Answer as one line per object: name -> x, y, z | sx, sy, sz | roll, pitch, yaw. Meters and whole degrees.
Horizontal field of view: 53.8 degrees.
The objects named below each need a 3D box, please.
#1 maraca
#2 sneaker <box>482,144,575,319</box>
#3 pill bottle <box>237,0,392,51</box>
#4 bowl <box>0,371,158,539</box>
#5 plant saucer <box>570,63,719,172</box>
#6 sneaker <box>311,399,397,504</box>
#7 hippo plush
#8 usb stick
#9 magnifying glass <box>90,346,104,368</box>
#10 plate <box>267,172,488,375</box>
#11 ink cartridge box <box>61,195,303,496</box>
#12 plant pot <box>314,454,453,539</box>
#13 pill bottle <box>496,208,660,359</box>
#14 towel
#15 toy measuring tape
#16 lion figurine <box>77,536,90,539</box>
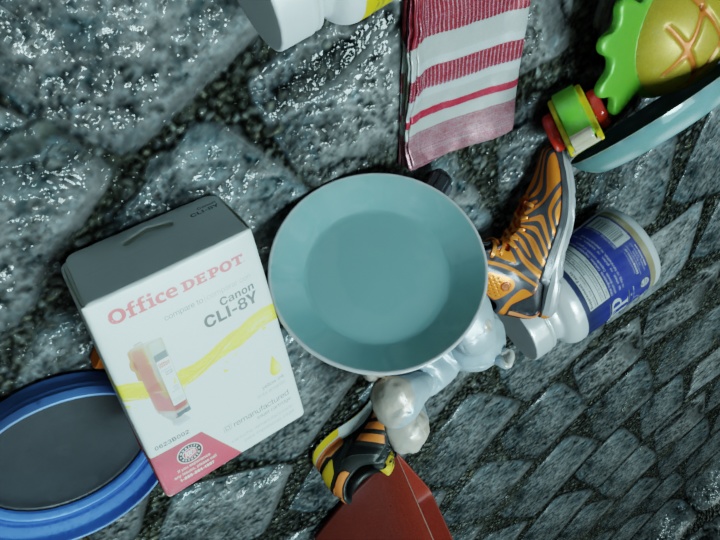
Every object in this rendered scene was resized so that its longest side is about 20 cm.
maraca -> 0.306, -0.239, 0.720 | 0.197, 0.106, 0.140 | -30, 127, -22
sneaker -> 0.181, -0.044, 0.819 | 0.108, 0.078, 0.207 | 4, 100, -2
pill bottle -> 0.006, -0.237, 0.467 | 0.198, 0.115, 0.116 | -34, 141, -10
bowl -> -0.275, 0.178, 0.668 | 0.197, 0.039, 0.204 | -23, 137, -22
plant saucer -> 0.321, -0.162, 0.770 | 0.197, 0.028, 0.200 | -34, -177, 2
sneaker -> 0.032, 0.215, 0.919 | 0.199, 0.090, 0.070 | -41, 141, -1
hippo plush -> 0.091, 0.104, 0.785 | 0.157, 0.162, 0.202 | -20, 139, 7
usb stick -> 0.034, -0.015, 0.686 | 0.202, 0.032, 0.056 | -59, -179, -27
magnifying glass -> -0.163, 0.083, 0.694 | 0.197, 0.022, 0.081 | 6, 121, -45
plate -> 0.015, 0.001, 0.630 | 0.197, 0.202, 0.026 | -29, 154, -15
ink cartridge box -> -0.144, 0.063, 0.602 | 0.143, 0.083, 0.204 | -27, 125, -22
plant pot -> 0.046, 0.431, 1.061 | 0.173, 0.202, 0.201 | -30, 141, 4
pill bottle -> 0.279, 0.022, 0.928 | 0.198, 0.120, 0.121 | -34, 141, -9
towel -> 0.099, -0.199, 0.655 | 0.141, 0.023, 0.204 | -24, 137, -23
toy measuring tape -> 0.217, -0.156, 0.723 | 0.074, 0.073, 0.199 | -57, 169, 18
lion figurine -> -0.361, 0.313, 0.691 | 0.194, 0.122, 0.075 | -6, 99, -16
